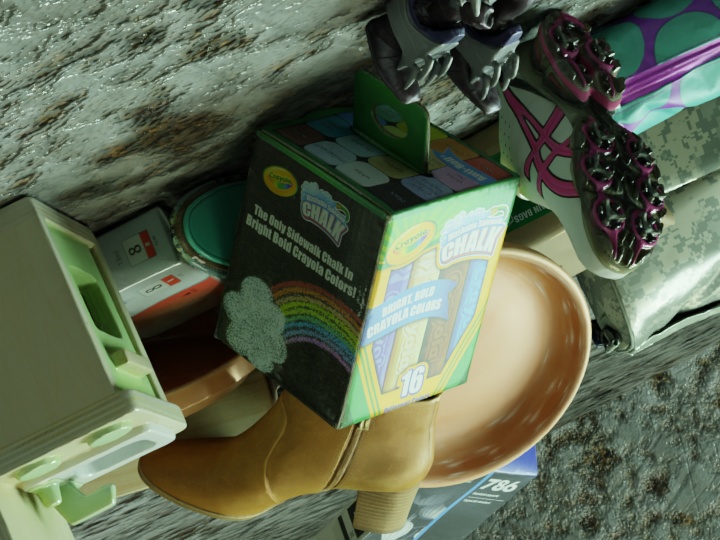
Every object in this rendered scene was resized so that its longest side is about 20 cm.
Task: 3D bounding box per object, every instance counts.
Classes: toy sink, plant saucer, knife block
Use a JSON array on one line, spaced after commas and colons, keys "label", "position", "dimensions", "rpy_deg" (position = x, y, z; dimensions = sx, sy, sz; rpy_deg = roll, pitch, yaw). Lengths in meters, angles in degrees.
[{"label": "toy sink", "position": [-0.183, 0.073, 1.356], "dimensions": [0.112, 0.201, 0.130], "rpy_deg": [-26, 168, 6]}, {"label": "plant saucer", "position": [0.066, 0.062, 1.582], "dimensions": [0.199, 0.037, 0.201], "rpy_deg": [-12, 124, -18]}, {"label": "plant saucer", "position": [-0.157, 0.072, 1.581], "dimensions": [0.200, 0.032, 0.200], "rpy_deg": [-15, -162, 5]}, {"label": "knife block", "position": [-0.093, 0.099, 1.602], "dimensions": [0.175, 0.064, 0.200], "rpy_deg": [-1, -157, 38]}]

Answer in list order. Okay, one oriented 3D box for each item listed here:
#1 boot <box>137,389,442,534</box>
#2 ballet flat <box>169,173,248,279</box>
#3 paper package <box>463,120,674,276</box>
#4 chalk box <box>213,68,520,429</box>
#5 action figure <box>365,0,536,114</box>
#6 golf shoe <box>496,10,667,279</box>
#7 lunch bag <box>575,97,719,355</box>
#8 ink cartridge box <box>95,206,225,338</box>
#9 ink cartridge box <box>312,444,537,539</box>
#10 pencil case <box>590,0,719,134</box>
[{"label": "boot", "position": [-0.048, 0.102, 1.516], "dimensions": [0.200, 0.071, 0.144], "rpy_deg": [10, 129, 2]}, {"label": "ballet flat", "position": [-0.059, -0.031, 1.495], "dimensions": [0.200, 0.074, 0.074], "rpy_deg": [-10, 161, -42]}, {"label": "paper package", "position": [0.115, -0.041, 1.709], "dimensions": [0.200, 0.104, 0.191], "rpy_deg": [-28, 168, 17]}, {"label": "chalk box", "position": [0.008, -0.027, 1.404], "dimensions": [0.124, 0.125, 0.201], "rpy_deg": [-16, 130, -44]}, {"label": "action figure", "position": [0.084, -0.159, 1.217], "dimensions": [0.130, 0.070, 0.200], "rpy_deg": [-12, 160, -32]}, {"label": "golf shoe", "position": [0.132, -0.064, 1.404], "dimensions": [0.072, 0.200, 0.092], "rpy_deg": [20, 130, -31]}, {"label": "lunch bag", "position": [0.262, -0.039, 1.859], "dimensions": [0.199, 0.168, 0.139], "rpy_deg": [-23, 168, -8]}, {"label": "ink cartridge box", "position": [-0.193, 0.031, 1.525], "dimensions": [0.200, 0.050, 0.162], "rpy_deg": [-30, 168, 5]}, {"label": "ink cartridge box", "position": [0.059, 0.169, 1.715], "dimensions": [0.099, 0.039, 0.200], "rpy_deg": [10, 135, -39]}, {"label": "pencil case", "position": [0.210, -0.142, 1.499], "dimensions": [0.200, 0.085, 0.092], "rpy_deg": [-28, -163, 9]}]
